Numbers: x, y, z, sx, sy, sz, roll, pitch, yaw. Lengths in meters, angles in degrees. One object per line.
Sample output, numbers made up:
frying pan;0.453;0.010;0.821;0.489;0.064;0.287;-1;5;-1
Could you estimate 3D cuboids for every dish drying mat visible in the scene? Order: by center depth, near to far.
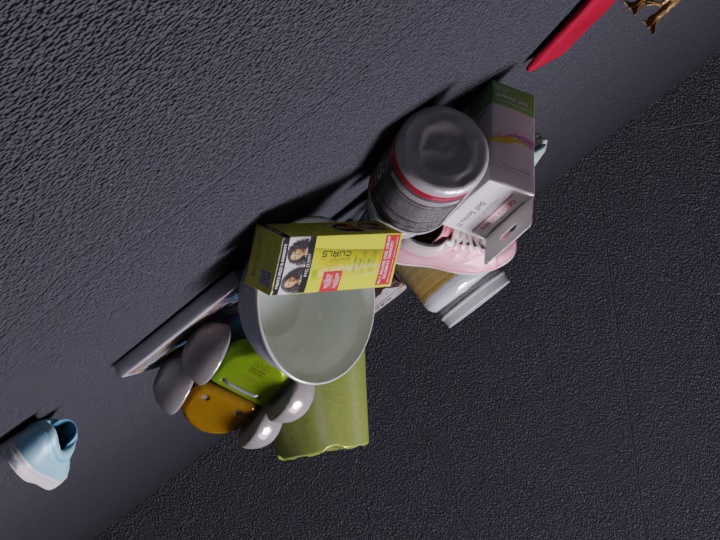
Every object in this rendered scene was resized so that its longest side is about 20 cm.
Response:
dish drying mat;0.279;-0.316;1.637;0.077;0.018;0.200;-32;173;-34

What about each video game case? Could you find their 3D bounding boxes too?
video game case;-0.205;0.063;1.697;0.200;0.024;0.182;-38;174;11

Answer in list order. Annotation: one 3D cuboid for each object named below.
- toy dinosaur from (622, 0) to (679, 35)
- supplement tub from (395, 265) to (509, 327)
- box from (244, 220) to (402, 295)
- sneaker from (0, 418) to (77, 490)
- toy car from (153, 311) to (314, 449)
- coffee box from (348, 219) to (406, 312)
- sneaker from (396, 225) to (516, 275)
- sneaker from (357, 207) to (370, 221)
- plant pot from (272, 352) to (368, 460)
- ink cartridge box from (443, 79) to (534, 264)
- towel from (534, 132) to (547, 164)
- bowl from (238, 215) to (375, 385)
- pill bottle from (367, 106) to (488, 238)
toy dinosaur;0.419;-0.377;1.782;0.106;0.060;0.200;-42;173;24
supplement tub;0.128;-0.025;2.086;0.145;0.200;0.145;-36;174;-5
box;-0.040;-0.016;1.526;0.200;0.050;0.075;-3;112;-48
sneaker;-0.383;0.225;1.656;0.082;0.074;0.200;-34;174;-5
toy car;-0.157;0.126;1.717;0.200;0.175;0.150;-44;-155;44
coffee box;0.000;0.000;1.957;0.080;0.114;0.200;-37;174;3
sneaker;0.135;-0.043;1.835;0.200;0.075;0.105;1;163;-15
sneaker;0.022;-0.048;1.786;0.200;0.074;0.088;-54;180;8
plant pot;-0.067;0.166;1.851;0.200;0.185;0.200;-10;173;-1
ink cartridge box;0.159;-0.121;1.641;0.117;0.067;0.200;-45;-147;50
towel;0.173;-0.118;1.932;0.200;0.048;0.171;-32;171;-32
bowl;-0.081;0.036;1.596;0.090;0.201;0.201;-2;-159;43
pill bottle;0.072;-0.108;1.577;0.111;0.111;0.200;-35;173;-22
